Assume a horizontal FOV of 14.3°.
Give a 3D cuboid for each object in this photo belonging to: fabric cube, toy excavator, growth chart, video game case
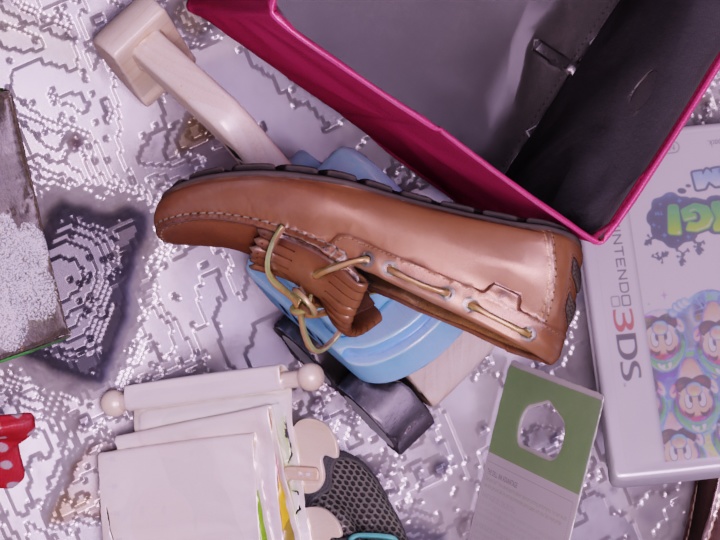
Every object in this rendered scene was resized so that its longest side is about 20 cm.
[{"bbox_3d":[0.061,-0.151,1.377,0.200,0.199,0.197,34,87,-15],"label":"fabric cube"},{"bbox_3d":[-0.029,-0.035,1.406,0.100,0.194,0.200,-43,131,-7],"label":"toy excavator"},{"bbox_3d":[-0.072,0.145,1.418,0.144,0.018,0.201,1,92,26],"label":"growth chart"},{"bbox_3d":[0.213,0.011,1.465,0.199,0.024,0.183,-6,73,-3],"label":"video game case"}]

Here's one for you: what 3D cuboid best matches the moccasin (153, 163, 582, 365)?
[{"bbox_3d":[0.000,0.000,1.318,0.200,0.074,0.078,14,82,7],"label":"moccasin"}]

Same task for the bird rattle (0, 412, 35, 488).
[{"bbox_3d":[-0.235,0.113,1.331,0.199,0.163,0.113,-19,95,-20],"label":"bird rattle"}]

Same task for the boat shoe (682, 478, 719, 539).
[{"bbox_3d":[0.188,0.064,1.498,0.072,0.072,0.201,16,87,-8],"label":"boat shoe"}]

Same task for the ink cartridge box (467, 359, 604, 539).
[{"bbox_3d":[0.090,0.155,1.438,0.048,0.145,0.201,16,91,-17],"label":"ink cartridge box"}]

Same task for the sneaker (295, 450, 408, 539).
[{"bbox_3d":[0.020,0.169,1.414,0.077,0.091,0.201,2,56,-33],"label":"sneaker"}]

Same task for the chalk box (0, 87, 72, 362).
[{"bbox_3d":[-0.257,0.000,1.324,0.199,0.124,0.125,-18,100,-27],"label":"chalk box"}]
